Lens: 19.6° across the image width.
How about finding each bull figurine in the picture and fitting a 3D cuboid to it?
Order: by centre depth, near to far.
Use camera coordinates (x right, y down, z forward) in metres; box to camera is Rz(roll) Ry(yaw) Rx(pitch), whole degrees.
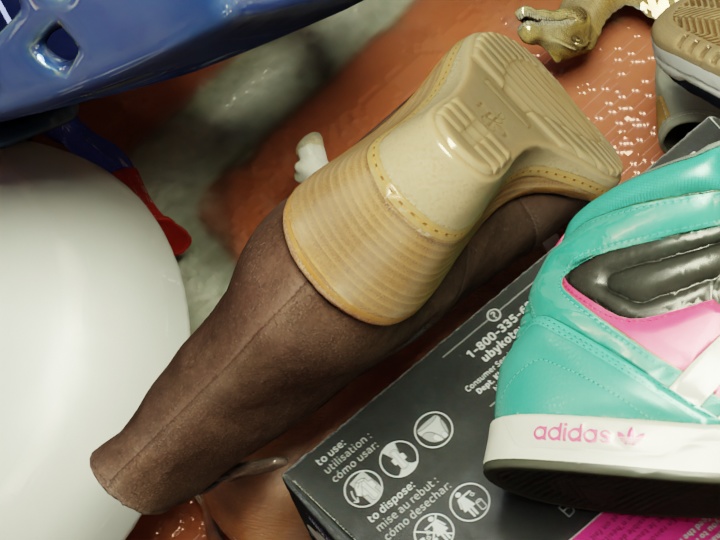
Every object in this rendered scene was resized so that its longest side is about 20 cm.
[{"bbox_3d":[0.000,0.023,0.796,0.121,0.065,0.200,35,72,27],"label":"bull figurine"}]

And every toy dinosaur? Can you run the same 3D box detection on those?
[{"bbox_3d":[0.143,-0.146,0.872,0.199,0.058,0.102,-23,75,-9],"label":"toy dinosaur"}]

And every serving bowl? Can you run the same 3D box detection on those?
[{"bbox_3d":[-0.164,0.037,0.782,0.199,0.066,0.202,-10,68,25],"label":"serving bowl"}]

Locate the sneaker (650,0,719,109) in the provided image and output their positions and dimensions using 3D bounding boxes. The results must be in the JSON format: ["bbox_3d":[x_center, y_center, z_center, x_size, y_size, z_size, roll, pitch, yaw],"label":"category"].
[{"bbox_3d":[0.188,-0.027,0.728,0.199,0.109,0.070,23,46,34],"label":"sneaker"}]

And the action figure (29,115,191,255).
[{"bbox_3d":[-0.148,-0.071,0.874,0.065,0.052,0.200,-46,61,13],"label":"action figure"}]

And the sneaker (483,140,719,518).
[{"bbox_3d":[0.141,0.015,0.639,0.198,0.084,0.122,4,72,13],"label":"sneaker"}]

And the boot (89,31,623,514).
[{"bbox_3d":[0.000,0.000,0.714,0.166,0.200,0.072,-44,82,22],"label":"boot"}]

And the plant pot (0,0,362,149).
[{"bbox_3d":[-0.125,-0.142,0.726,0.179,0.200,0.201,-27,93,20],"label":"plant pot"}]

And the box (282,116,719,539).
[{"bbox_3d":[0.094,0.071,0.727,0.200,0.115,0.132,-39,63,-12],"label":"box"}]

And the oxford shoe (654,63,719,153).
[{"bbox_3d":[0.200,-0.043,0.791,0.199,0.075,0.058,19,79,20],"label":"oxford shoe"}]
